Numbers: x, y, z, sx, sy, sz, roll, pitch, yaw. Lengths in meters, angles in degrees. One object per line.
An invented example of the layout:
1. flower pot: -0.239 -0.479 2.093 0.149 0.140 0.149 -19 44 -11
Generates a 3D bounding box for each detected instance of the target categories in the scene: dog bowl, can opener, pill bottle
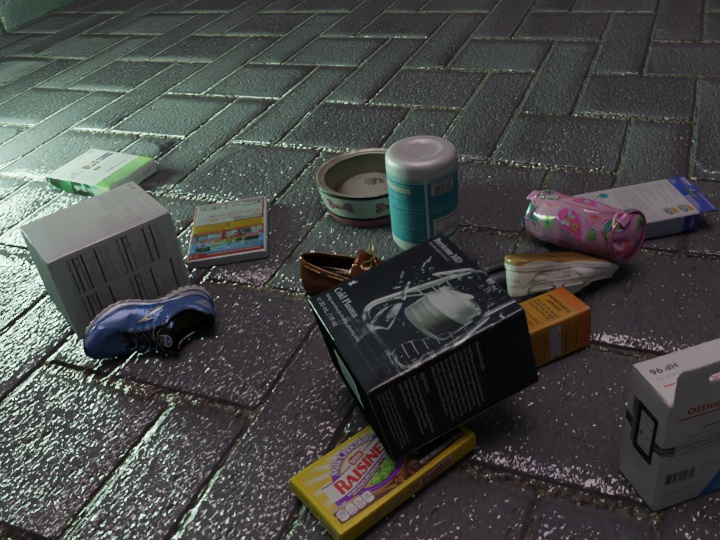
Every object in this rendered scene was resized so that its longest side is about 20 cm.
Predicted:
1. dog bowl: 0.017 -0.155 1.338 0.199 0.074 0.200 -5 34 4
2. can opener: 0.208 -0.003 1.088 0.199 0.067 0.053 -17 36 -12
3. pill bottle: 0.101 -0.104 1.136 0.110 0.201 0.111 -5 34 3

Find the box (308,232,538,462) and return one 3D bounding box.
1. box: 0.070 0.083 0.852 0.196 0.124 0.200 -26 36 -10

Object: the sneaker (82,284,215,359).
1. sneaker: -0.310 0.085 1.059 0.199 0.079 0.089 -21 34 -18

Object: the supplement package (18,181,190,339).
1. supplement package: -0.415 -0.022 1.167 0.200 0.151 0.152 -28 40 -27

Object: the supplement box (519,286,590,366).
1. supplement box: 0.207 0.093 0.953 0.199 0.069 0.067 -22 34 -14

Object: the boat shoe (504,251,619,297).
1. boat shoe: 0.295 0.011 1.056 0.199 0.070 0.071 -1 10 -24

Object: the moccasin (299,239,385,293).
1. moccasin: 0.001 -0.001 1.117 0.200 0.078 0.074 8 38 21

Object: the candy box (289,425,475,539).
1. candy box: 0.027 0.223 0.826 0.200 0.027 0.102 -29 36 -27

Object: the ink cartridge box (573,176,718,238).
1. ink cartridge box: 0.475 -0.101 1.197 0.199 0.042 0.120 -12 36 -1

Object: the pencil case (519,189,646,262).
1. pencil case: 0.346 -0.075 1.120 0.087 0.088 0.200 -24 27 -22

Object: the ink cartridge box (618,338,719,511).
1. ink cartridge box: 0.342 0.144 0.733 0.116 0.201 0.068 -15 35 -10

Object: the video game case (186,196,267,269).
1. video game case: -0.243 -0.075 1.324 0.142 0.018 0.200 -9 35 -1

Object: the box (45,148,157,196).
1. box: -0.572 -0.215 1.576 0.199 0.036 0.144 12 39 28
